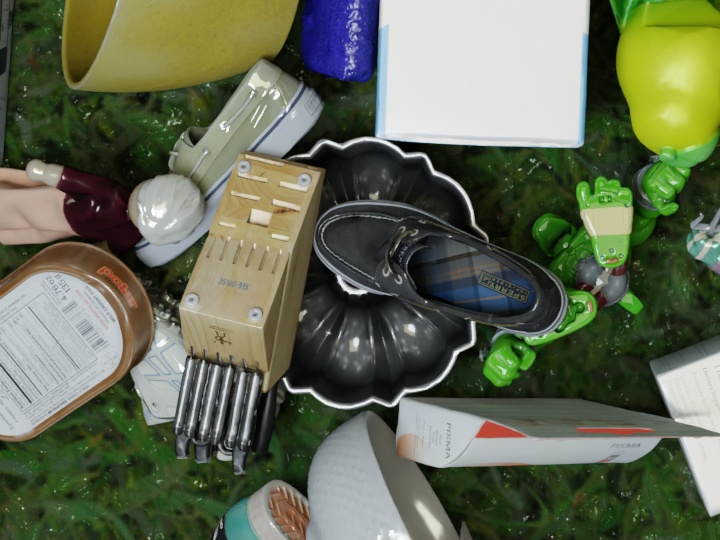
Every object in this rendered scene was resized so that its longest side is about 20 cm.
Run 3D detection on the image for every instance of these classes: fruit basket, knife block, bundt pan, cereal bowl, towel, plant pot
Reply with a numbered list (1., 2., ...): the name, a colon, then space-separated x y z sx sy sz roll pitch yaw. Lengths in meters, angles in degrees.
1. fruit basket: 0.238 -0.182 1.576 0.155 0.216 0.217 -25 91 5
2. knife block: -0.081 0.040 1.623 0.063 0.176 0.201 13 59 9
3. bundt pan: 0.000 0.000 1.678 0.200 0.076 0.204 0 93 4
4. cereal bowl: 0.018 0.208 1.628 0.083 0.200 0.201 -29 90 9
5. towel: -0.014 -0.238 1.631 0.049 0.148 0.202 2 94 -5
6. plant pot: -0.123 -0.215 1.637 0.141 0.200 0.202 12 94 -20

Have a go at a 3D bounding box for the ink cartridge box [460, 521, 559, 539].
1. ink cartridge box: 0.142 0.274 1.661 0.067 0.115 0.201 -23 91 4

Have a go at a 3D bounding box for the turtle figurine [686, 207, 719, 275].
1. turtle figurine: 0.308 -0.021 1.589 0.149 0.200 0.101 -18 91 5

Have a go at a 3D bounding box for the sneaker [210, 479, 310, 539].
1. sneaker: -0.033 0.252 1.704 0.080 0.071 0.200 -34 99 32

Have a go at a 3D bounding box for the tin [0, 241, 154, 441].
1. tin: -0.240 0.055 1.676 0.199 0.042 0.112 -33 96 34

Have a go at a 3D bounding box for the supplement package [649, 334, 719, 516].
1. supplement package: 0.325 0.086 1.639 0.199 0.110 0.115 -22 91 5

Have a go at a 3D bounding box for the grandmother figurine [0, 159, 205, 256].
1. grandmother figurine: -0.205 -0.047 1.652 0.199 0.121 0.061 1 69 28

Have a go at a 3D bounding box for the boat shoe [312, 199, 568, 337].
1. boat shoe: 0.049 -0.002 1.582 0.199 0.066 0.070 24 92 21

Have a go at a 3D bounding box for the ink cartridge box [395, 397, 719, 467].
1. ink cartridge box: 0.139 0.124 1.586 0.161 0.200 0.051 2 96 -26

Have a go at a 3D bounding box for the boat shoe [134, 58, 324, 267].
1. boat shoe: -0.109 -0.082 1.666 0.062 0.072 0.200 42 117 -10

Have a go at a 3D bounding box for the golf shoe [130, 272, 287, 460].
1. golf shoe: -0.155 0.070 1.699 0.199 0.078 0.098 33 104 6

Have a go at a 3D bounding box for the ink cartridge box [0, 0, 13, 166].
1. ink cartridge box: -0.342 -0.183 1.693 0.145 0.084 0.202 4 93 4

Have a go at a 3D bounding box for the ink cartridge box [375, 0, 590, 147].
1. ink cartridge box: 0.086 -0.163 1.599 0.145 0.200 0.148 2 93 2

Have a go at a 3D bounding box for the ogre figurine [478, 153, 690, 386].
1. ogre figurine: 0.165 0.000 1.643 0.097 0.120 0.201 22 93 7
